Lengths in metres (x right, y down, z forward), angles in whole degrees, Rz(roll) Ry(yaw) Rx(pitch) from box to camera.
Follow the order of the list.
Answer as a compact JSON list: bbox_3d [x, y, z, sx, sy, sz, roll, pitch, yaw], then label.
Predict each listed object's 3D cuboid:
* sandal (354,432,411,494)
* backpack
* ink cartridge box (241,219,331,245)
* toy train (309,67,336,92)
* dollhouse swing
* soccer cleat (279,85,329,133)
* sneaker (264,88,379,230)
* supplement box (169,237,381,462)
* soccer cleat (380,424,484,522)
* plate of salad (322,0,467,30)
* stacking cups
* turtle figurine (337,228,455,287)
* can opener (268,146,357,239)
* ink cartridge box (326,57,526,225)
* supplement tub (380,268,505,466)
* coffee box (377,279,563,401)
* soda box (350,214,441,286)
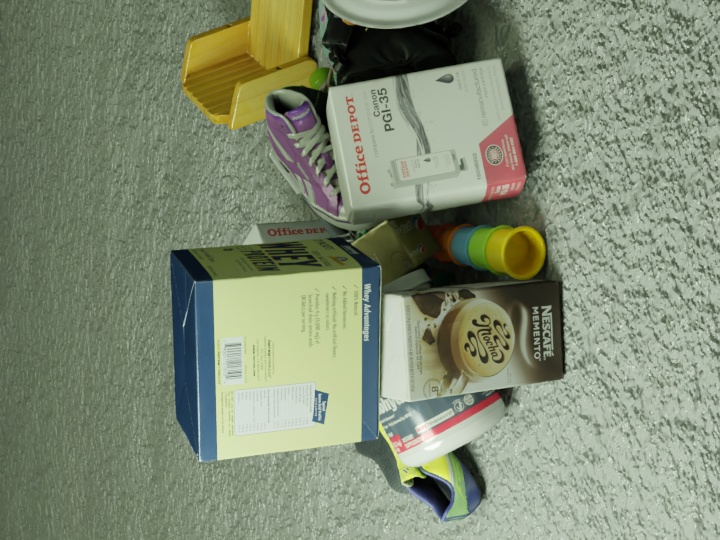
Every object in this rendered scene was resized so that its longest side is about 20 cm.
[{"bbox_3d":[0.048,0.236,1.703,0.200,0.043,0.076,-146,64,-64],"label":"sandal"},{"bbox_3d":[0.017,-0.289,1.562,0.127,0.166,0.200,96,159,-51],"label":"backpack"},{"bbox_3d":[-0.069,0.033,1.761,0.083,0.145,0.201,-53,50,47],"label":"ink cartridge box"},{"bbox_3d":[-0.042,-0.228,1.708,0.200,0.084,0.116,91,169,-50],"label":"toy train"},{"bbox_3d":[-0.172,-0.343,1.876,0.200,0.181,0.176,46,152,48],"label":"dollhouse swing"},{"bbox_3d":[-0.026,-0.162,1.620,0.067,0.200,0.081,-41,27,37],"label":"soccer cleat"},{"bbox_3d":[-0.051,-0.135,1.503,0.200,0.073,0.114,44,162,27],"label":"sneaker"},{"bbox_3d":[-0.093,0.080,1.384,0.134,0.199,0.201,-142,50,-66],"label":"supplement box"},{"bbox_3d":[0.067,0.224,1.577,0.200,0.084,0.065,47,135,24],"label":"soccer cleat"},{"bbox_3d":[0.049,-0.340,1.486,0.200,0.199,0.048,56,168,39],"label":"plate of salad"},{"bbox_3d":[0.133,-0.023,1.498,0.200,0.060,0.061,5,98,61],"label":"stacking cups"},{"bbox_3d":[0.028,-0.001,1.638,0.200,0.101,0.150,32,141,34],"label":"turtle figurine"},{"bbox_3d":[-0.047,-0.098,1.686,0.200,0.053,0.067,53,175,-27],"label":"can opener"},{"bbox_3d":[0.071,-0.142,1.436,0.083,0.199,0.147,98,161,-80],"label":"ink cartridge box"},{"bbox_3d":[0.068,0.114,1.503,0.201,0.140,0.140,62,146,6],"label":"supplement tub"},{"bbox_3d":[0.117,0.072,1.396,0.080,0.199,0.114,2,96,62],"label":"coffee box"},{"bbox_3d":[0.000,0.000,1.554,0.200,0.064,0.068,-33,89,40],"label":"soda box"}]
